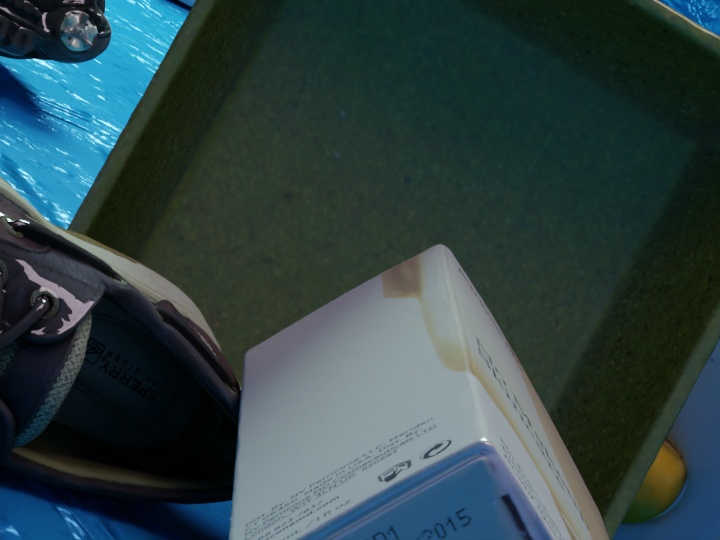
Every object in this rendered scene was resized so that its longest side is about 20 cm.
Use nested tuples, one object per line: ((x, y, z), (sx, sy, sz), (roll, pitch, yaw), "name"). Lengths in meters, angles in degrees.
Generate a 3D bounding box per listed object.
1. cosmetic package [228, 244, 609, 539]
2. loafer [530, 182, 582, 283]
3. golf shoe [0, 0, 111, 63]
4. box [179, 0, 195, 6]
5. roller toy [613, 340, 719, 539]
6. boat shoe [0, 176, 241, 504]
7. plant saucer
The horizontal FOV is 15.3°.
((0.021, 0.072, 0.690), (0.105, 0.071, 0.200), (59, 6, -14), "cosmetic package")
((0.000, 0.000, 0.956), (0.199, 0.069, 0.076), (-3, -27, 45), "loafer")
((-0.202, -0.135, 1.140), (0.199, 0.078, 0.088), (23, -12, -30), "golf shoe")
((-0.107, -0.241, 1.761), (0.176, 0.097, 0.200), (21, 16, -44), "box")
((0.114, 0.038, 1.019), (0.182, 0.140, 0.200), (31, 18, -33), "roller toy")
((-0.095, 0.016, 0.708), (0.066, 0.072, 0.201), (34, 5, 40), "boat shoe")
((0.018, -0.013, 0.855), (0.199, 0.200, 0.048), (30, -4, -10), "plant saucer")
